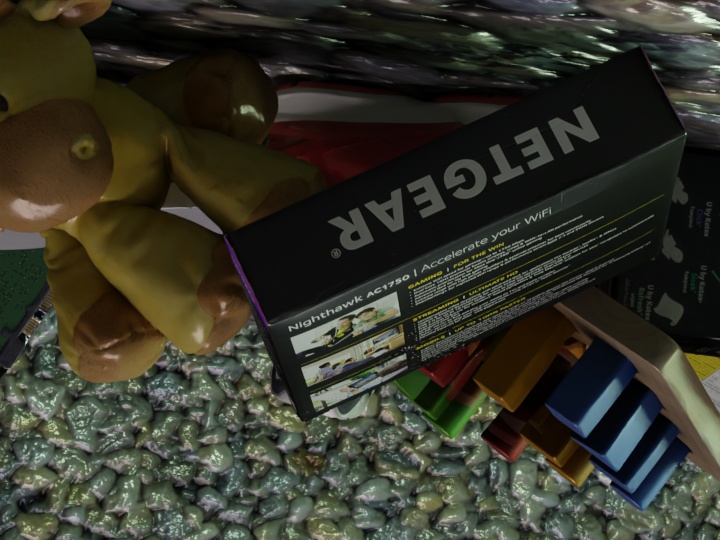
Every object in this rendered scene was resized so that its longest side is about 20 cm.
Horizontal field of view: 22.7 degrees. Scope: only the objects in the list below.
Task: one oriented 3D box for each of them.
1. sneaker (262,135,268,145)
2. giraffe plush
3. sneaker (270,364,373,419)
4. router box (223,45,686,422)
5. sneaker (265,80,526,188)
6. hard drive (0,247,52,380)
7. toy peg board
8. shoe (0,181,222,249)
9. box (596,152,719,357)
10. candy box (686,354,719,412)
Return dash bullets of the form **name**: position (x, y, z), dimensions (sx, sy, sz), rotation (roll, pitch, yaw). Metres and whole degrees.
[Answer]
- **sneaker**: position (-0.074, -0.067, 1.052), dimensions (0.198, 0.077, 0.084), rotation (1, -157, 17)
- **giraffe plush**: position (-0.134, -0.062, 0.835), dimensions (0.200, 0.173, 0.162), rotation (43, -179, 27)
- **sneaker**: position (0.000, 0.000, 1.106), dimensions (0.079, 0.131, 0.199), rotation (19, -164, 11)
- **router box**: position (0.046, -0.011, 0.818), dimensions (0.199, 0.051, 0.149), rotation (-25, 160, -5)
- **sneaker**: position (0.043, -0.031, 0.935), dimensions (0.198, 0.117, 0.078), rotation (6, 174, 15)
- **hard drive**: position (-0.272, -0.015, 1.019), dimensions (0.199, 0.140, 0.038), rotation (34, -170, -10)
- **toy peg board**: position (0.096, 0.064, 1.013), dimensions (0.199, 0.098, 0.200), rotation (36, 174, 33)
- **shoe**: position (-0.129, -0.064, 0.982), dimensions (0.198, 0.092, 0.072), rotation (-2, 162, -7)
- **box**: position (0.239, -0.001, 1.041), dimensions (0.198, 0.107, 0.122), rotation (6, 174, 1)
- **candy box**: position (0.223, 0.047, 1.283), dimensions (0.199, 0.027, 0.102), rotation (29, 147, -12)
